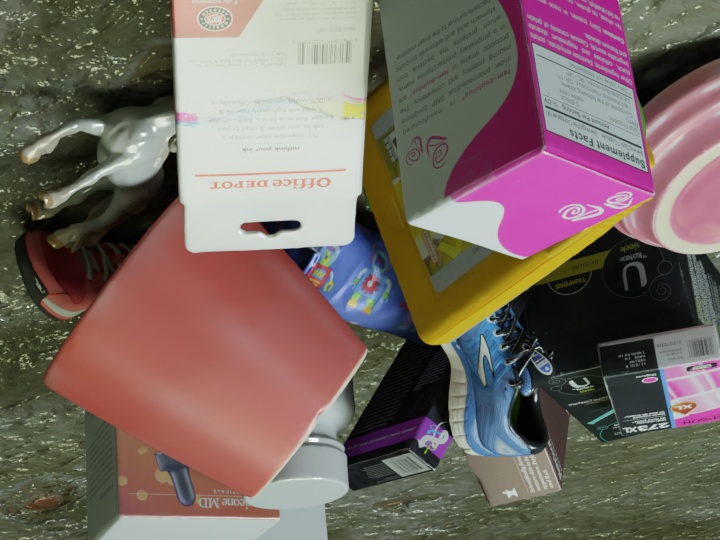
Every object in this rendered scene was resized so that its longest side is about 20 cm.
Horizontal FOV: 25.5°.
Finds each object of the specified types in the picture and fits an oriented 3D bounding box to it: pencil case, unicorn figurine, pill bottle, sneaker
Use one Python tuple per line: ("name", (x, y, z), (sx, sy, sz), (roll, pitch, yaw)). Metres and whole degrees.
("pencil case", (0.000, 0.000, 1.310), (0.199, 0.087, 0.078), (21, -173, -44))
("unicorn figurine", (-0.163, -0.076, 1.106), (0.137, 0.074, 0.200), (-25, 180, -17))
("pill bottle", (-0.063, 0.094, 1.351), (0.114, 0.201, 0.114), (-5, 157, -2))
("sneaker", (-0.201, -0.001, 1.295), (0.087, 0.074, 0.200), (-30, 153, 18))
("sneaker", (0.112, 0.055, 1.240), (0.089, 0.201, 0.078), (6, -151, 40))

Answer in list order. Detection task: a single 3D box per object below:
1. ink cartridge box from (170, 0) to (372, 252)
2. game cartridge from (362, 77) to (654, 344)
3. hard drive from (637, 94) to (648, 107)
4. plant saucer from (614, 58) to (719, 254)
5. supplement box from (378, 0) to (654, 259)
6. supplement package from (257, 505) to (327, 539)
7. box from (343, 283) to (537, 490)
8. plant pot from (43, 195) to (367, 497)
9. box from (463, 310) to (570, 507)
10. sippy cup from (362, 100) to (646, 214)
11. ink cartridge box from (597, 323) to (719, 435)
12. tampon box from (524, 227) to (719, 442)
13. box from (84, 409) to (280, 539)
("ink cartridge box", (-0.057, -0.108, 0.969), (0.116, 0.068, 0.201), (-2, 131, -7))
("game cartridge", (0.081, -0.076, 0.999), (0.032, 0.177, 0.200), (1, 150, -42))
("hard drive", (0.152, -0.069, 1.227), (0.199, 0.043, 0.135), (-21, 152, 32))
("plant saucer", (0.273, -0.078, 1.158), (0.199, 0.051, 0.201), (-16, 147, -11))
("supplement box", (0.081, -0.123, 0.890), (0.103, 0.201, 0.101), (17, 148, -41))
("supplement package", (-0.174, 0.319, 1.905), (0.199, 0.148, 0.191), (-22, 151, 34))
("box", (0.063, 0.092, 1.364), (0.036, 0.201, 0.143), (38, 152, -14))
("plant pot", (-0.105, 0.059, 1.176), (0.177, 0.201, 0.200), (39, 148, -2))
("box", (0.138, 0.108, 1.417), (0.075, 0.200, 0.101), (-15, 114, 20))
("sippy cup", (0.097, -0.076, 1.089), (0.139, 0.131, 0.178), (9, 152, -31))
("ink cartridge box", (0.258, 0.101, 1.335), (0.094, 0.037, 0.200), (-11, 157, 11))
("tampon box", (0.247, 0.054, 1.423), (0.149, 0.127, 0.200), (-15, 154, 20))
("box", (-0.164, 0.142, 1.440), (0.151, 0.201, 0.106), (4, 155, -24))
